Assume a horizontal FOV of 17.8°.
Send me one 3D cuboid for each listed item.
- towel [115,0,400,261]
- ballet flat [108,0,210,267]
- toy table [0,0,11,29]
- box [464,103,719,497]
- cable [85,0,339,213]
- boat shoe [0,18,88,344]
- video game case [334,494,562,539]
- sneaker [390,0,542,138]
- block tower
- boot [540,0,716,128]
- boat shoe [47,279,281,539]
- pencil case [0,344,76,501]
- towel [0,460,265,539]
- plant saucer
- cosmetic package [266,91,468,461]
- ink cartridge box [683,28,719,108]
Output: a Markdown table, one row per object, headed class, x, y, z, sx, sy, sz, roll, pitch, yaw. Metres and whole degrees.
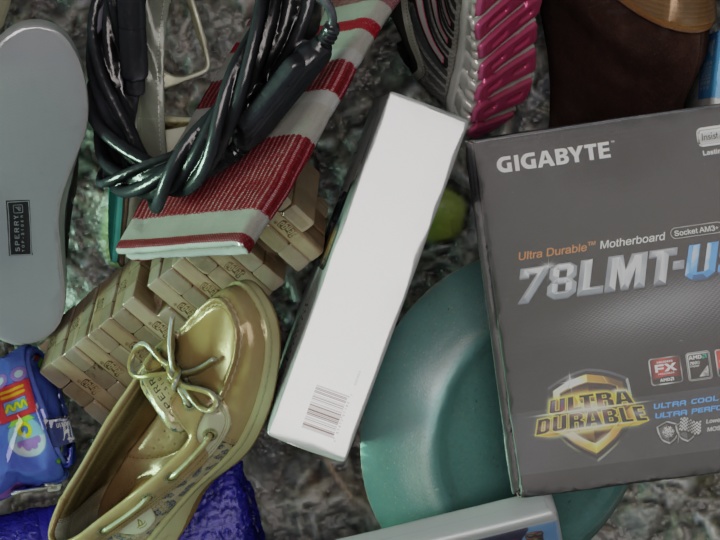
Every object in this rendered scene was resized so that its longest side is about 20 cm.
| class | x | y | z | sx | sy | sz | roll | pitch | yaw |
| --- | --- | --- | --- | --- | --- | --- | --- | --- | --- |
| towel | -0.051 | -0.089 | 1.292 | 0.023 | 0.144 | 0.200 | 40 | 68 | -26 |
| ballet flat | -0.120 | -0.101 | 1.359 | 0.063 | 0.067 | 0.201 | -2 | 93 | -11 |
| toy table | -0.269 | -0.119 | 1.310 | 0.117 | 0.184 | 0.201 | 21 | 112 | 15 |
| box | 0.168 | 0.013 | 1.259 | 0.199 | 0.050 | 0.199 | -7 | 92 | 5 |
| cable | -0.100 | -0.127 | 1.265 | 0.200 | 0.051 | 0.163 | -49 | 60 | 29 |
| boat shoe | -0.195 | -0.055 | 1.327 | 0.068 | 0.057 | 0.201 | 4 | 116 | -9 |
| video game case | 0.026 | 0.214 | 1.334 | 0.199 | 0.023 | 0.183 | -13 | 133 | 1 |
| sneaker | 0.057 | -0.165 | 1.308 | 0.087 | 0.200 | 0.074 | 39 | 60 | 24 |
| block tower | -0.102 | 0.010 | 1.323 | 0.200 | 0.058 | 0.054 | -38 | 114 | 25 |
| boot | 0.118 | -0.150 | 1.345 | 0.200 | 0.072 | 0.167 | 31 | 127 | 37 |
| boat shoe | -0.108 | 0.090 | 1.286 | 0.073 | 0.063 | 0.200 | 52 | 124 | 38 |
| pencil case | -0.261 | 0.118 | 1.357 | 0.199 | 0.078 | 0.087 | -23 | 86 | 1 |
| towel | -0.148 | 0.204 | 1.375 | 0.199 | 0.050 | 0.148 | -16 | 93 | 0 |
| plant saucer | 0.094 | 0.091 | 1.331 | 0.199 | 0.036 | 0.201 | -6 | 102 | -30 |
| cosmetic package | 0.000 | 0.000 | 1.318 | 0.051 | 0.151 | 0.201 | 20 | 91 | -2 |
| ink cartridge box | 0.219 | -0.034 | 1.334 | 0.068 | 0.115 | 0.201 | 6 | 92 | 0 |
